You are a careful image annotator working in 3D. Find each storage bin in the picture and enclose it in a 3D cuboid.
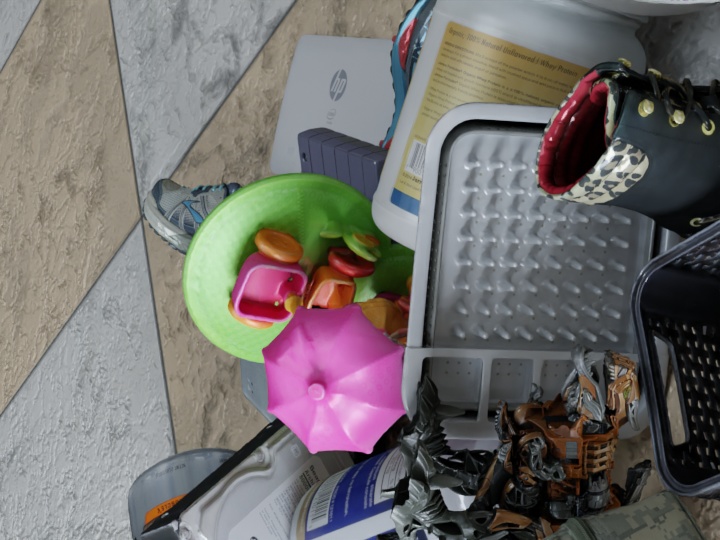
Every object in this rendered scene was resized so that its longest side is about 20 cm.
[{"bbox_3d":[0.245,0.033,0.801,0.200,0.093,0.136,-35,52,47],"label":"storage bin"}]

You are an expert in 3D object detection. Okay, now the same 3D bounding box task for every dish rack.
[{"bbox_3d":[0.108,0.001,0.946,0.044,0.170,0.202,-144,57,-72],"label":"dish rack"}]

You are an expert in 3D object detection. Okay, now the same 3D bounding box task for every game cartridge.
[{"bbox_3d":[0.000,0.000,1.185,0.130,0.038,0.201,-150,50,-61],"label":"game cartridge"}]

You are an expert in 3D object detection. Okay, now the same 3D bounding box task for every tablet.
[{"bbox_3d":[-0.019,-0.138,1.347,0.200,0.014,0.131,17,95,58],"label":"tablet"}]

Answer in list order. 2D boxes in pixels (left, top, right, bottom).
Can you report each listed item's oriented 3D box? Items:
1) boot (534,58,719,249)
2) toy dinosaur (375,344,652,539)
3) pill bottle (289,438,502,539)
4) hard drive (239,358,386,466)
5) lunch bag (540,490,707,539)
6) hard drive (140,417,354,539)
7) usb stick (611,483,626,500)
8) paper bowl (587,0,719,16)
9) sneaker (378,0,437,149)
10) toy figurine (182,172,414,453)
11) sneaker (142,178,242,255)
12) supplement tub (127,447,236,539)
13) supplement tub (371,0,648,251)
[{"bbox_3d":[0.205,-0.089,0.844,0.204,0.153,0.074,-50,42,38],"label":"boot"},{"bbox_3d":[0.085,0.130,0.873,0.102,0.135,0.201,-135,65,-84],"label":"toy dinosaur"},{"bbox_3d":[0.054,0.167,1.032,0.200,0.115,0.116,-29,57,43],"label":"pill bottle"},{"bbox_3d":[-0.041,0.082,1.238,0.200,0.033,0.140,38,136,51],"label":"hard drive"},{"bbox_3d":[0.110,0.235,0.822,0.201,0.167,0.140,89,163,-49],"label":"lunch bag"},{"bbox_3d":[-0.055,0.192,1.092,0.038,0.200,0.140,-25,96,33],"label":"hard drive"},{"bbox_3d":[0.102,0.215,0.931,0.200,0.055,0.033,-49,33,-5],"label":"usb stick"},{"bbox_3d":[0.170,-0.228,0.912,0.105,0.199,0.201,96,162,-50],"label":"paper bowl"},{"bbox_3d":[0.071,-0.112,1.152,0.095,0.079,0.201,32,117,51],"label":"sneaker"},{"bbox_3d":[-0.005,0.050,1.019,0.151,0.199,0.184,-65,27,22],"label":"toy figurine"},{"bbox_3d":[-0.132,-0.046,1.458,0.087,0.077,0.200,-58,43,9],"label":"sneaker"},{"bbox_3d":[-0.121,0.259,1.282,0.123,0.122,0.201,-49,43,38],"label":"supplement tub"},{"bbox_3d":[0.101,-0.103,1.021,0.145,0.144,0.201,35,110,56],"label":"supplement tub"}]
